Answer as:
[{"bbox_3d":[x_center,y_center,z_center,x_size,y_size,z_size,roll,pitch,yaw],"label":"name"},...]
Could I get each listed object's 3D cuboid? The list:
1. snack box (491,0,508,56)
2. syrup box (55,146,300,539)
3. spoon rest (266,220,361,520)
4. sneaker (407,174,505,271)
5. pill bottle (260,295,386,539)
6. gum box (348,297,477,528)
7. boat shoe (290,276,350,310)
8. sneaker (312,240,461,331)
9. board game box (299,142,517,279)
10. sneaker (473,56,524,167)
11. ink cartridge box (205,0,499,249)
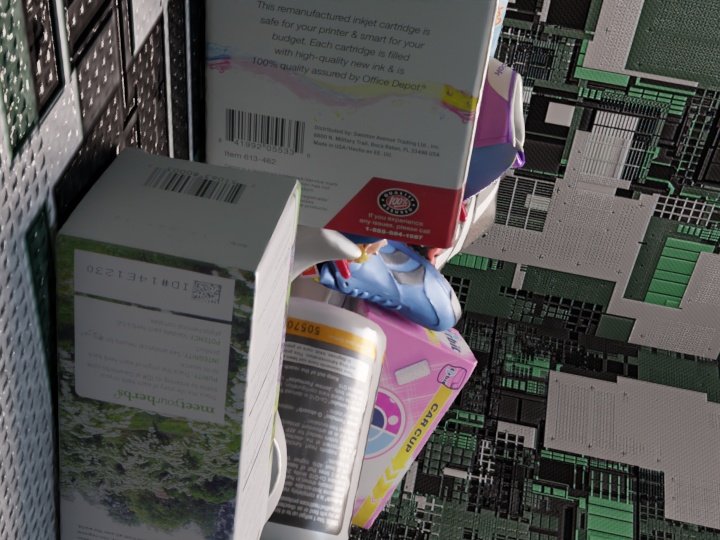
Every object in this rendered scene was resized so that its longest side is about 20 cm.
[{"bbox_3d":[0.094,-0.297,0.969,0.116,0.037,0.201,56,-29,35],"label":"snack box"},{"bbox_3d":[-0.080,0.058,0.482,0.082,0.078,0.201,-73,172,-58],"label":"syrup box"},{"bbox_3d":[-0.065,0.067,0.639,0.099,0.060,0.201,36,70,-38],"label":"spoon rest"},{"bbox_3d":[0.071,-0.037,1.014,0.098,0.071,0.201,25,95,-51],"label":"sneaker"},{"bbox_3d":[-0.055,0.123,0.720,0.116,0.116,0.201,83,19,-76],"label":"pill bottle"},{"bbox_3d":[-0.002,0.126,0.976,0.201,0.113,0.066,-59,-158,15],"label":"gum box"},{"bbox_3d":[-0.036,-0.022,0.942,0.066,0.071,0.201,70,33,-53],"label":"boat shoe"},{"bbox_3d":[0.000,0.000,0.890,0.066,0.200,0.079,-4,-131,52],"label":"sneaker"},{"bbox_3d":[0.017,-0.032,0.750,0.158,0.199,0.039,-36,112,-39],"label":"board game box"},{"bbox_3d":[0.071,-0.083,0.921,0.073,0.114,0.202,-41,154,-65],"label":"sneaker"},{"bbox_3d":[-0.003,-0.122,0.588,0.083,0.145,0.201,-76,175,-49],"label":"ink cartridge box"}]
